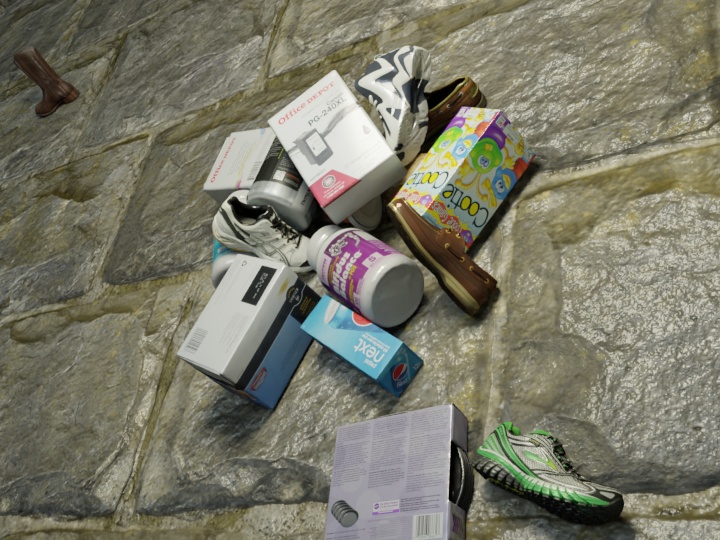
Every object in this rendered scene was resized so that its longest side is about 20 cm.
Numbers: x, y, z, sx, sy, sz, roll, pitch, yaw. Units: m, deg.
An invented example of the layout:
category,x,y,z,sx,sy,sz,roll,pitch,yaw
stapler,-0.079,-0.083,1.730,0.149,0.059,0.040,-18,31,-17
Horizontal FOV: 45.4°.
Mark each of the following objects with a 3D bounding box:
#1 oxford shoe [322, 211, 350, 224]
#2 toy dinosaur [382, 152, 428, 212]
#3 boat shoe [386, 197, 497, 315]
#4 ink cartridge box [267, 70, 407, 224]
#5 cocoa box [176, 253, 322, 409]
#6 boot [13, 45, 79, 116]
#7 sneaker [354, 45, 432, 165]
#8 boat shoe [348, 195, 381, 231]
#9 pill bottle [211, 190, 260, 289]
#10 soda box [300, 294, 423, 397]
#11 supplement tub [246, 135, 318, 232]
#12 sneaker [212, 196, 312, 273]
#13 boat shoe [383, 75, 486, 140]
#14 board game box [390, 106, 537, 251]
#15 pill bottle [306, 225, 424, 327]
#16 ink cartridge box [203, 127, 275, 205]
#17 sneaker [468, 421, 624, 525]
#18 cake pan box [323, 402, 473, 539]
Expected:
category,x,y,z,sx,sy,sz,roll,pitch,yaw
oxford shoe,-0.023,-0.172,1.531,0.072,0.071,0.201,-11,51,41
toy dinosaur,0.110,-0.168,1.424,0.200,0.058,0.101,-43,40,4
boat shoe,0.116,-0.030,1.225,0.068,0.200,0.072,-42,7,-4
ink cartridge box,-0.040,-0.201,1.397,0.145,0.083,0.201,-36,65,6
cocoa box,-0.170,0.097,1.391,0.133,0.131,0.201,13,67,45
boot,-0.946,-0.552,2.495,0.185,0.200,0.065,-19,47,27
sneaker,0.044,-0.278,1.457,0.129,0.079,0.201,12,102,42
boat shoe,0.005,-0.168,1.450,0.070,0.070,0.202,140,128,-62
pill bottle,-0.212,-0.052,1.559,0.110,0.111,0.201,-26,46,22
soda box,-0.001,0.110,1.292,0.068,0.064,0.200,-53,42,-8
supplement tub,-0.112,-0.179,1.526,0.122,0.123,0.201,2,60,40
sneaker,-0.150,-0.062,1.455,0.076,0.199,0.088,-83,15,-46
boat shoe,0.116,-0.278,1.497,0.199,0.068,0.072,-26,45,22
board game box,0.155,-0.138,1.315,0.201,0.103,0.105,-54,30,-8
pill bottle,0.000,0.000,1.341,0.112,0.112,0.200,-51,41,-6
ink cartridge box,-0.193,-0.197,1.678,0.199,0.085,0.145,2,59,40
sneaker,0.219,0.230,1.004,0.199,0.078,0.086,18,70,47
cake pan box,0.049,0.280,1.128,0.199,0.052,0.185,-18,51,29
